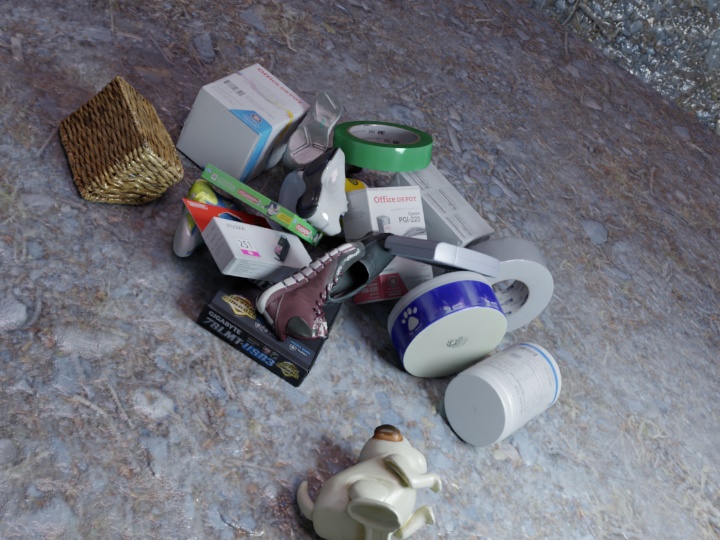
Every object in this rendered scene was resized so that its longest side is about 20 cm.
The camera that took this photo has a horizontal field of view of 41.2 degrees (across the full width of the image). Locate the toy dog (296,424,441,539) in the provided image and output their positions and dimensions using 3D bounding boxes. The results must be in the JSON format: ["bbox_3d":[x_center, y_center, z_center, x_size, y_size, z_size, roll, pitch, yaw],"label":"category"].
[{"bbox_3d":[0.024,0.319,1.378,0.191,0.142,0.200,5,28,25],"label":"toy dog"}]

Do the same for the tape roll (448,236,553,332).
[{"bbox_3d":[0.263,0.031,1.820,0.197,0.201,0.067,13,38,-26],"label":"tape roll"}]

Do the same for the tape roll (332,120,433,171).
[{"bbox_3d":[0.044,-0.247,1.893,0.197,0.049,0.201,5,22,-2],"label":"tape roll"}]

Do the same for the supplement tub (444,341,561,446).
[{"bbox_3d":[0.249,0.211,1.661,0.199,0.133,0.132,-19,60,-47],"label":"supplement tub"}]

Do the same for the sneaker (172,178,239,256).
[{"bbox_3d":[-0.256,-0.082,1.644,0.104,0.076,0.202,23,36,-15],"label":"sneaker"}]

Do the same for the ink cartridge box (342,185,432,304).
[{"bbox_3d":[0.050,-0.050,1.761,0.144,0.084,0.204,-7,86,-43],"label":"ink cartridge box"}]

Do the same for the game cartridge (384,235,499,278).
[{"bbox_3d":[0.151,-0.023,1.659,0.132,0.042,0.198,5,-6,41],"label":"game cartridge"}]

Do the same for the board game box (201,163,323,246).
[{"bbox_3d":[-0.171,-0.114,1.682,0.198,0.029,0.134,31,0,22],"label":"board game box"}]

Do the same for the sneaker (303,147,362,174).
[{"bbox_3d":[-0.067,-0.209,1.955,0.198,0.075,0.092,4,71,-48],"label":"sneaker"}]

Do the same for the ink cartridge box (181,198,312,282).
[{"bbox_3d":[-0.181,-0.057,1.594,0.198,0.044,0.175,11,39,-50],"label":"ink cartridge box"}]

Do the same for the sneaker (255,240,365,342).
[{"bbox_3d":[-0.059,0.046,1.524,0.117,0.198,0.076,58,-2,12],"label":"sneaker"}]

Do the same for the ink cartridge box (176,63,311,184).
[{"bbox_3d":[-0.221,-0.277,1.835,0.146,0.147,0.200,38,35,7],"label":"ink cartridge box"}]

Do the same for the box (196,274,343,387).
[{"bbox_3d":[-0.144,0.069,1.585,0.198,0.050,0.199,33,36,-3],"label":"box"}]

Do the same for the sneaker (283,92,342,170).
[{"bbox_3d":[-0.095,-0.250,1.827,0.070,0.080,0.202,34,50,-8],"label":"sneaker"}]

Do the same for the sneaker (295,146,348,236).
[{"bbox_3d":[-0.059,-0.141,1.709,0.087,0.074,0.202,46,39,-30],"label":"sneaker"}]

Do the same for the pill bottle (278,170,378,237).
[{"bbox_3d":[-0.047,-0.121,1.823,0.197,0.115,0.115,6,44,-34],"label":"pill bottle"}]

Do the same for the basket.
[{"bbox_3d":[-0.414,-0.204,1.672,0.201,0.148,0.143,60,10,32],"label":"basket"}]

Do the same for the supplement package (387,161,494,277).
[{"bbox_3d":[0.133,-0.083,1.886,0.110,0.157,0.201,-18,59,-45],"label":"supplement package"}]

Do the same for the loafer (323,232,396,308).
[{"bbox_3d":[0.000,0.000,1.624,0.200,0.070,0.069,-36,109,-29],"label":"loafer"}]

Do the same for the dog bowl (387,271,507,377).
[{"bbox_3d":[0.150,0.096,1.655,0.197,0.201,0.080,5,45,-34],"label":"dog bowl"}]
